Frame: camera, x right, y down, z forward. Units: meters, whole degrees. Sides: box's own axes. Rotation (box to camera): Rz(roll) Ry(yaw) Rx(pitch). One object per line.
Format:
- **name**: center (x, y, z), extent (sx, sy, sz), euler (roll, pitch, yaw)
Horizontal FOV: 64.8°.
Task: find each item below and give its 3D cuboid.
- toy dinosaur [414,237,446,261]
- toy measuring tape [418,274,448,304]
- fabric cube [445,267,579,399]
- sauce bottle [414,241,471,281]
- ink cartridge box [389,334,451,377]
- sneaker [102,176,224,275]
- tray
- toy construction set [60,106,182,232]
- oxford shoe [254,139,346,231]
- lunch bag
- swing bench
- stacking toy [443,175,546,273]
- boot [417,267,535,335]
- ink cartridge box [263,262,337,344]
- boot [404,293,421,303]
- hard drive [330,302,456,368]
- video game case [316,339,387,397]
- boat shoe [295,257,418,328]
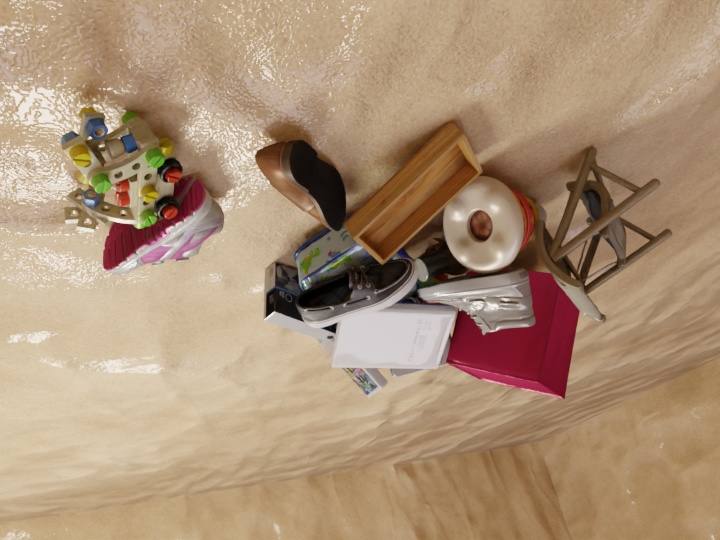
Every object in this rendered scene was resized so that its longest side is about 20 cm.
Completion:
- **toy dinosaur**: center (0.159, -0.031, 1.034), extent (0.196, 0.062, 0.106), euler (-18, 176, 15)
- **toy measuring tape**: center (0.138, 0.035, 1.071), extent (0.072, 0.075, 0.200), euler (-16, 180, 5)
- **fabric cube**: center (0.309, 0.122, 1.131), extent (0.193, 0.204, 0.199), euler (8, 166, 35)
- **sauce bottle**: center (0.179, -0.030, 0.967), extent (0.197, 0.066, 0.065), euler (-18, 156, -25)
- **ink cartridge box**: center (0.128, 0.175, 1.272), extent (0.143, 0.088, 0.200), euler (-14, 173, 0)
- **sneaker**: center (-0.266, -0.043, 0.776), extent (0.197, 0.083, 0.088), euler (-23, 149, 18)
- **tray**: center (0.076, -0.104, 0.799), extent (0.200, 0.037, 0.098), euler (-43, 146, 7)
- **toy construction set**: center (-0.279, -0.101, 0.655), extent (0.130, 0.093, 0.200), euler (-25, 170, -36)
- **oxford shoe**: center (-0.074, -0.115, 0.770), extent (0.070, 0.073, 0.200), euler (6, 160, 25)
- **lunch bag**: center (0.000, 0.000, 0.949), extent (0.159, 0.084, 0.199), euler (-31, 141, 19)
- **swing bench**: center (0.381, -0.048, 0.921), extent (0.201, 0.129, 0.198), euler (-53, 143, 4)
- **stacking toy**: center (0.242, -0.084, 0.921), extent (0.198, 0.148, 0.146), euler (-15, 159, -42)
- **boot**: center (0.181, 0.058, 0.908), extent (0.197, 0.098, 0.073), euler (-10, -175, 43)
- **ink cartridge box**: center (-0.081, 0.067, 1.006), extent (0.198, 0.101, 0.039), euler (25, 136, -38)
- **boot**: center (0.102, 0.081, 1.144), extent (0.196, 0.074, 0.090), euler (-13, 168, -18)
- **hard drive**: center (0.055, 0.113, 0.980), extent (0.195, 0.026, 0.134), euler (3, 123, -14)
- **video game case**: center (-0.025, 0.176, 1.153), extent (0.023, 0.182, 0.200), euler (-41, 172, -17)
- **boat shoe**: center (-0.010, 0.024, 0.863), extent (0.196, 0.071, 0.066), euler (-20, 143, 12)
